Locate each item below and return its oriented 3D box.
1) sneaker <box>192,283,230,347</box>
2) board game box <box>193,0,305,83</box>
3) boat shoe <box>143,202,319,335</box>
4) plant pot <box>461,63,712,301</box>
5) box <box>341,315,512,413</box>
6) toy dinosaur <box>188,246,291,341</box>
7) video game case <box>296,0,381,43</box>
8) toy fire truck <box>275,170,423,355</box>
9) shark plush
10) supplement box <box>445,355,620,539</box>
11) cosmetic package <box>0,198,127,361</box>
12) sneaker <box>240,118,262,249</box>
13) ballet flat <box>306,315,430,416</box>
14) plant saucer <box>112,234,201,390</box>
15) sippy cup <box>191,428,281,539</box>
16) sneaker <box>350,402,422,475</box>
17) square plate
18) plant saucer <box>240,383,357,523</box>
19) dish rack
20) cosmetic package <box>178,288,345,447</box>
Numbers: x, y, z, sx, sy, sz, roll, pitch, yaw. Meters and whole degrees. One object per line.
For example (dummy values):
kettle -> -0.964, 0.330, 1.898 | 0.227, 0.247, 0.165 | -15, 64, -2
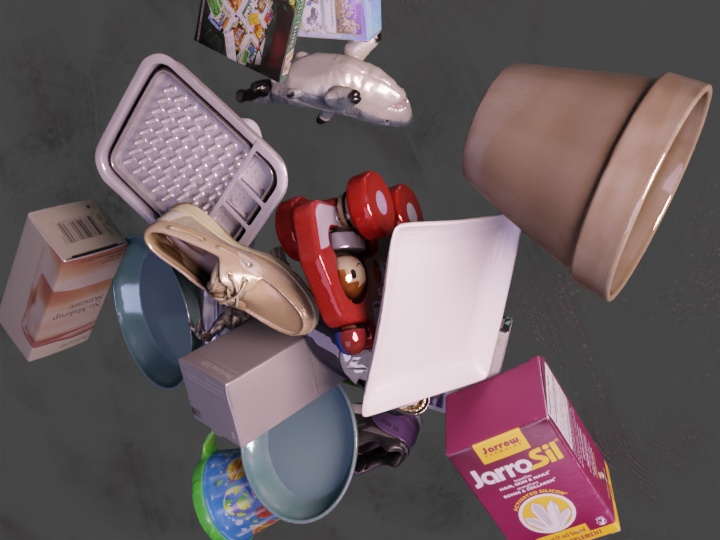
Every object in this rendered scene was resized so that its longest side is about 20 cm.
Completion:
sneaker -> -0.174, 0.048, 1.033 | 0.073, 0.069, 0.205 | 31, 126, 58
board game box -> -0.094, -0.289, 0.757 | 0.103, 0.024, 0.202 | 29, 128, 10
boat shoe -> -0.133, 0.008, 0.829 | 0.198, 0.065, 0.073 | 37, 125, 5
plant pot -> 0.193, -0.100, 0.734 | 0.172, 0.199, 0.203 | 28, 128, 24
box -> 0.074, 0.098, 0.980 | 0.196, 0.037, 0.147 | 14, 124, 11
toy dinosaur -> -0.150, 0.060, 0.969 | 0.047, 0.088, 0.202 | 37, 98, 34
video game case -> -0.070, -0.328, 0.764 | 0.178, 0.046, 0.204 | 11, 123, 21
toy fire truck -> 0.000, 0.000, 0.840 | 0.110, 0.199, 0.172 | -16, 80, 24
shark plush -> -0.047, -0.175, 0.844 | 0.196, 0.093, 0.084 | -7, 148, 20
supplement box -> 0.200, 0.221, 0.939 | 0.129, 0.104, 0.201 | -26, 116, 22
cosmetic package -> -0.393, 0.014, 1.060 | 0.087, 0.103, 0.201 | 47, 129, 16
sneaker -> -0.178, -0.087, 0.941 | 0.112, 0.076, 0.204 | 16, 116, 14
ballet flat -> 0.018, 0.108, 0.913 | 0.072, 0.074, 0.200 | -19, 134, 30
plant saucer -> -0.257, 0.051, 1.041 | 0.198, 0.036, 0.205 | 19, 117, 43
sippy cup -> -0.148, 0.305, 1.144 | 0.129, 0.141, 0.179 | -26, 118, 20
sneaker -> -0.020, 0.225, 1.062 | 0.197, 0.088, 0.077 | -15, 115, 29
square plate -> 0.082, 0.037, 0.836 | 0.028, 0.197, 0.202 | 29, 117, 42
plant saucer -> -0.073, 0.215, 1.033 | 0.197, 0.036, 0.205 | -7, 79, 38
dish rack -> -0.176, -0.112, 0.862 | 0.199, 0.044, 0.172 | 42, 120, 1
cosmetic package -> -0.096, 0.105, 0.928 | 0.106, 0.198, 0.092 | 13, 120, 44
